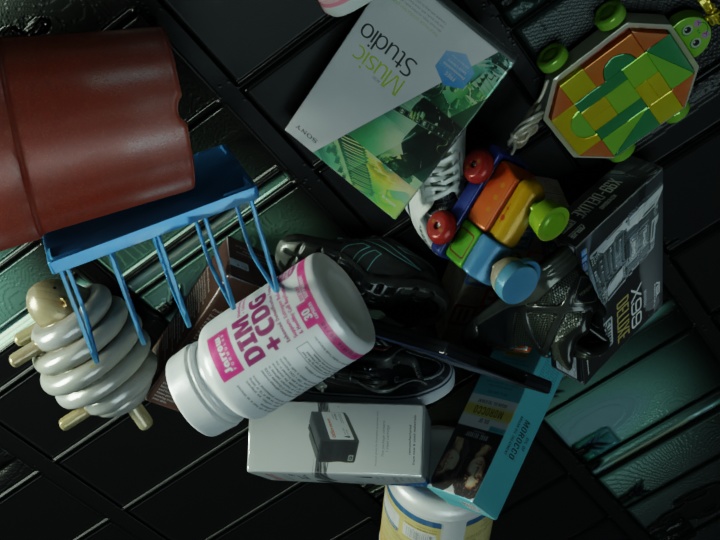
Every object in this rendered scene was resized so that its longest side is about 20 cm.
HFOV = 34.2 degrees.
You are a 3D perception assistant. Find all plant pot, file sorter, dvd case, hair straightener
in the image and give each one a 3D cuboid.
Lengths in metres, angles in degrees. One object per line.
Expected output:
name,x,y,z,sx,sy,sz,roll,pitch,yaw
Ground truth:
plant pot,-0.256,-0.128,1.050,0.192,0.202,0.203,-12,131,-12
file sorter,-0.192,-0.017,1.131,0.197,0.139,0.124,-21,118,-11
dvd case,0.100,0.091,1.270,0.199,0.141,0.018,24,83,-46
hair straightener,-0.022,0.110,1.291,0.197,0.077,0.041,12,141,21

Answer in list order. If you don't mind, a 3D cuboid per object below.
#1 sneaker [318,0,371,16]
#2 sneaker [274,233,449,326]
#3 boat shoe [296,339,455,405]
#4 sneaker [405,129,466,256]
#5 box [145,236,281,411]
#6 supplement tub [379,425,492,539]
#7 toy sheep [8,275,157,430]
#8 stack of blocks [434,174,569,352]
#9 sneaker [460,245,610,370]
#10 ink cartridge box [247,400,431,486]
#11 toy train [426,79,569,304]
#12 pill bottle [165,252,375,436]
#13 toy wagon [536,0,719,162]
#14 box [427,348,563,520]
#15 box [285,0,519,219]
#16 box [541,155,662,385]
sneaker,0.023,-0.312,1.016,0.198,0.076,0.105,-30,133,19
sneaker,0.000,0.000,1.266,0.197,0.080,0.076,20,129,-18
boat shoe,0.015,0.112,1.366,0.196,0.072,0.069,1,131,-2
sneaker,0.079,-0.112,1.187,0.075,0.081,0.202,-9,128,-1
box,-0.152,0.070,1.294,0.099,0.076,0.201,23,123,-26
supplement tub,0.097,0.315,1.490,0.142,0.146,0.202,-2,129,-9
toy sheep,-0.285,0.092,1.247,0.136,0.138,0.201,-27,116,12
stack of blocks,0.164,-0.007,1.299,0.113,0.059,0.202,7,127,-16
sneaker,0.183,0.065,1.220,0.115,0.076,0.199,54,141,4
ink cartridge box,-0.020,0.200,1.348,0.196,0.085,0.145,1,167,7
toy train,0.160,-0.075,1.134,0.084,0.116,0.202,17,110,-44
pill bottle,-0.093,0.080,1.193,0.199,0.114,0.113,-33,127,15
toy wagon,0.276,-0.200,1.178,0.199,0.040,0.155,-35,126,18
box,0.159,0.181,1.364,0.049,0.082,0.202,39,70,-33
box,0.036,-0.168,1.120,0.144,0.036,0.201,38,119,1
box,0.267,0.000,1.280,0.157,0.049,0.202,-38,136,-28
